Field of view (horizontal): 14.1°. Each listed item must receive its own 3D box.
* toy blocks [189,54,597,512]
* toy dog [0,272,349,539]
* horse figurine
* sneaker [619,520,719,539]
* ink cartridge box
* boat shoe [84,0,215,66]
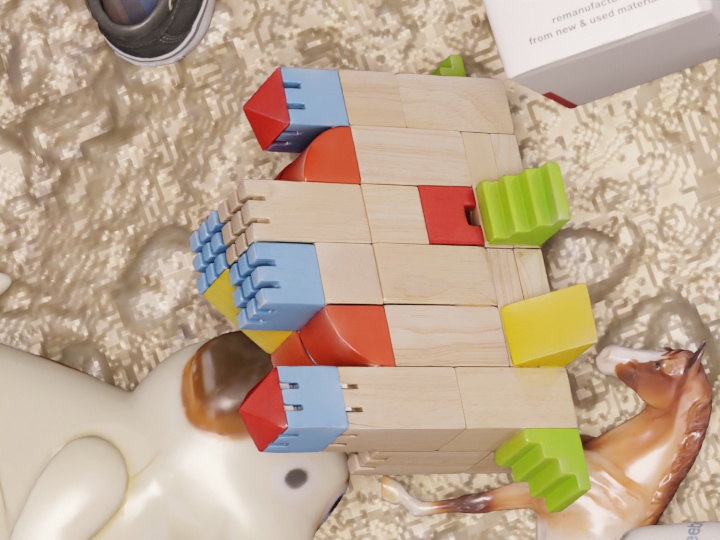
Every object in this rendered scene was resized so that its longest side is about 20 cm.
[{"bbox_3d":[0.000,0.000,1.127,0.137,0.100,0.200,2,65,-28],"label":"toy blocks"},{"bbox_3d":[-0.102,0.089,1.182,0.200,0.140,0.194,-8,50,12],"label":"toy dog"},{"bbox_3d":[0.073,0.126,1.177,0.132,0.050,0.200,2,83,14],"label":"horse figurine"},{"bbox_3d":[0.138,0.174,1.129,0.087,0.075,0.200,7,120,19],"label":"sneaker"},{"bbox_3d":[0.077,-0.174,1.138,0.083,0.147,0.200,-19,84,12],"label":"ink cartridge box"},{"bbox_3d":[-0.088,-0.187,1.213,0.069,0.057,0.200,-3,86,9],"label":"boat shoe"}]
